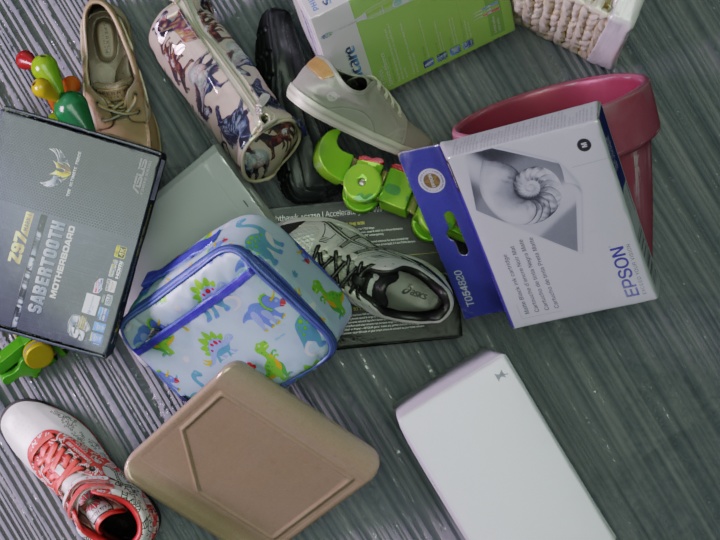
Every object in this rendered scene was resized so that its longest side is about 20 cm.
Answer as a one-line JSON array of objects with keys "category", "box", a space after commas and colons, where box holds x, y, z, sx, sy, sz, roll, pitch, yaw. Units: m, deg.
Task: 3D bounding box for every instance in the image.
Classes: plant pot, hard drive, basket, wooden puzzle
[{"category": "plant pot", "box": [0.206, -0.079, 1.458, 0.198, 0.200, 0.181, -17, 104, -2]}, {"category": "hard drive", "box": [-0.178, -0.013, 1.488, 0.199, 0.026, 0.132, -37, 89, 15]}, {"category": "basket", "box": [0.224, -0.296, 1.457, 0.122, 0.200, 0.137, 22, 87, 6]}, {"category": "wooden puzzle", "box": [-0.107, 0.185, 1.447, 0.184, 0.037, 0.200, 35, 125, -17]}]

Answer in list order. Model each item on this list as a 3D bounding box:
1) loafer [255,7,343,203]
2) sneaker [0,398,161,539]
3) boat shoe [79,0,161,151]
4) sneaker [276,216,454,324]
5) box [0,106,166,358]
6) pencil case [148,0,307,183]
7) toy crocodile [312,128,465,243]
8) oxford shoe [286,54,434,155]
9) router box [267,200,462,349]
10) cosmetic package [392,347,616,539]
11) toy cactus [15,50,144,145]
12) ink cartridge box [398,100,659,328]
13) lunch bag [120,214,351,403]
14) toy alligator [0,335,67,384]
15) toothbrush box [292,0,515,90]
[{"category": "loafer", "box": [-0.061, -0.169, 1.511, 0.070, 0.068, 0.203, -11, 86, -20]}, {"category": "sneaker", "box": [-0.281, 0.201, 1.468, 0.201, 0.108, 0.067, 42, 88, 0]}, {"category": "boat shoe", "box": [-0.250, -0.173, 1.502, 0.071, 0.065, 0.202, -15, 88, -2]}, {"category": "sneaker", "box": [0.000, 0.000, 1.423, 0.198, 0.088, 0.076, 15, 97, -10]}, {"category": "box", "box": [-0.282, -0.035, 1.385, 0.156, 0.051, 0.202, 17, 91, -1]}, {"category": "pencil case", "box": [-0.134, -0.185, 1.465, 0.077, 0.090, 0.201, -22, 63, -30]}, {"category": "toy crocodile", "box": [0.043, -0.075, 1.457, 0.198, 0.068, 0.062, 23, 82, 3]}, {"category": "oxford shoe", "box": [0.011, -0.158, 1.457, 0.075, 0.199, 0.058, 41, 104, 42]}, {"category": "router box", "box": [-0.001, 0.004, 1.509, 0.198, 0.051, 0.151, -5, 87, -2]}, {"category": "cosmetic package", "box": [0.131, 0.191, 1.433, 0.122, 0.200, 0.200, -31, 89, -2]}, {"category": "toy cactus", "box": [-0.282, -0.116, 1.463, 0.164, 0.102, 0.202, 6, 101, 37]}, {"category": "ink cartridge box", "box": [0.154, -0.041, 1.368, 0.198, 0.041, 0.201, -13, 120, 22]}, {"category": "lunch bag", "box": [-0.123, 0.047, 1.409, 0.199, 0.083, 0.161, -31, 110, 35]}, {"category": "toy alligator", "box": [-0.328, 0.081, 1.502, 0.200, 0.059, 0.054, -44, 132, 6]}, {"category": "toothbrush box", "box": [0.040, -0.268, 1.464, 0.199, 0.146, 0.086, -27, 56, -2]}]
